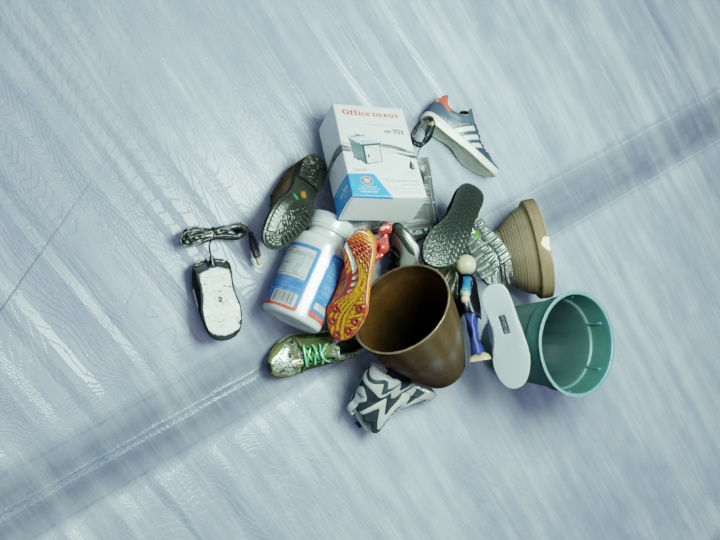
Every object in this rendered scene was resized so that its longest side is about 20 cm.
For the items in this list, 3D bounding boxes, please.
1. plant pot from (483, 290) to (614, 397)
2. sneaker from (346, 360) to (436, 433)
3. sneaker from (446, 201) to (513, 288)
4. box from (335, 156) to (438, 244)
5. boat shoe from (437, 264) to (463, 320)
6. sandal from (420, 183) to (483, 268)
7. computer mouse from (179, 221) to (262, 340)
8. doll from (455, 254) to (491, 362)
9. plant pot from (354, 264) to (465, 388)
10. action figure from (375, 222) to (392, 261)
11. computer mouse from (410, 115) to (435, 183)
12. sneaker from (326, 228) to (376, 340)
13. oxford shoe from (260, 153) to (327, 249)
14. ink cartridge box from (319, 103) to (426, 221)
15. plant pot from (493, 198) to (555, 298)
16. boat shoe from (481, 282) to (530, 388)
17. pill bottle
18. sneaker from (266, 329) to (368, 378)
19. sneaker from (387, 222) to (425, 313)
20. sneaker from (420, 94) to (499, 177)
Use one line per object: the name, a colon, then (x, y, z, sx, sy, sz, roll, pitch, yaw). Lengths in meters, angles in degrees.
plant pot: (0.361, 0.145, 1.582, 0.199, 0.196, 0.202, 3, 84, -31)
sneaker: (0.050, 0.247, 1.498, 0.130, 0.080, 0.199, -51, 148, 14)
sneaker: (0.237, -0.049, 1.576, 0.075, 0.115, 0.201, -28, 85, 1)
box: (0.049, -0.128, 1.527, 0.199, 0.048, 0.160, -10, 91, -27)
boat shoe: (0.169, 0.078, 1.569, 0.072, 0.060, 0.203, 15, 80, -25)
sandal: (0.172, -0.075, 1.488, 0.075, 0.048, 0.201, 35, 61, -2)
computer mouse: (-0.231, 0.015, 1.384, 0.140, 0.046, 0.202, -16, 89, -31)
doll: (0.207, 0.070, 1.499, 0.048, 0.136, 0.202, -10, 82, 9)
plant pot: (0.112, 0.123, 1.449, 0.187, 0.186, 0.200, -55, 135, -19)
action figure: (0.000, 0.000, 1.456, 0.052, 0.065, 0.201, 33, 91, -9)
computer mouse: (0.111, -0.204, 1.517, 0.058, 0.034, 0.202, 19, 78, -23)
sneaker: (-0.007, 0.027, 1.387, 0.072, 0.077, 0.202, 18, 101, 9)
oxford shoe: (-0.129, -0.113, 1.414, 0.073, 0.084, 0.201, 45, 54, -27)
ink cartridge box: (0.019, -0.193, 1.434, 0.145, 0.086, 0.201, -1, 63, -22)
plant pot: (0.322, -0.036, 1.603, 0.092, 0.201, 0.203, -12, 93, 3)
boat shoe: (0.272, 0.119, 1.497, 0.070, 0.070, 0.202, -16, 92, 13)
pill bottle: (-0.086, -0.001, 1.416, 0.112, 0.112, 0.201, 29, 75, -22)
sneaker: (-0.071, 0.142, 1.428, 0.199, 0.088, 0.078, -16, 94, -26)
sneaker: (0.079, 0.006, 1.496, 0.079, 0.074, 0.202, -17, 118, -13)
sneaker: (0.217, -0.273, 1.605, 0.200, 0.075, 0.085, 40, 75, -19)
